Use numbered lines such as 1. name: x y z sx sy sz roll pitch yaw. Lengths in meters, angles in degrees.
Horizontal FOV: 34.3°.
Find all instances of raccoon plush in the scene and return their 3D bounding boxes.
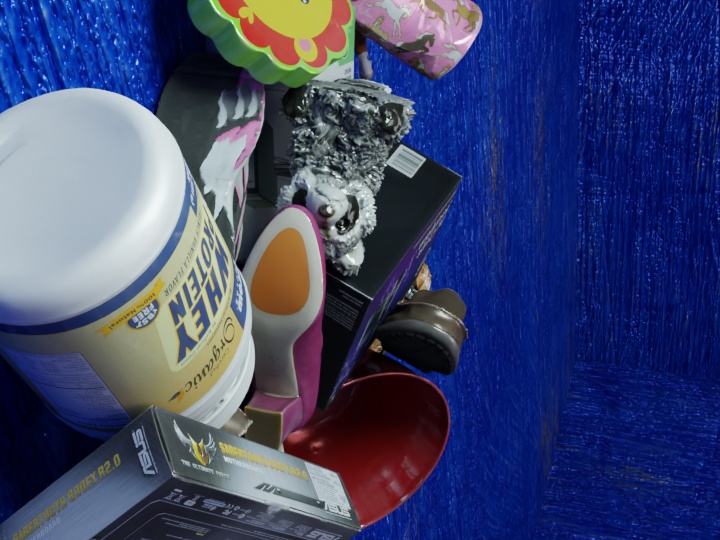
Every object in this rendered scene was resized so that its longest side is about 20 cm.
1. raccoon plush: -0.005 -0.076 0.924 0.200 0.096 0.136 -24 127 -67

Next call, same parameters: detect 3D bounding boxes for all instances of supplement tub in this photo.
1. supplement tub: -0.145 0.010 0.680 0.201 0.143 0.146 70 31 -55

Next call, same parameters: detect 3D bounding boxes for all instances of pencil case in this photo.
1. pencil case: 0.018 -0.256 1.052 0.199 0.087 0.083 33 22 -27

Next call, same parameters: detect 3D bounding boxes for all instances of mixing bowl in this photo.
1. mixing bowl: -0.025 0.143 1.103 0.109 0.198 0.202 52 -20 44

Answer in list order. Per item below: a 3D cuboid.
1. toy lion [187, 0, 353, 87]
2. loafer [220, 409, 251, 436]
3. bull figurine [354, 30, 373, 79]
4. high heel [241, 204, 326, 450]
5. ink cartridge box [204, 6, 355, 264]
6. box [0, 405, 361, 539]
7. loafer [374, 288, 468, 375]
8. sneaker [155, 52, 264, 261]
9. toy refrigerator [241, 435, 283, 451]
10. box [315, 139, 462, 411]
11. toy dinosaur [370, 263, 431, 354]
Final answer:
1. toy lion: -0.070 -0.241 0.851 0.201 0.068 0.192 54 47 -13
2. loafer: -0.128 0.164 0.819 0.073 0.070 0.201 -56 169 -54
3. bull figurine: -0.018 -0.256 1.130 0.121 0.064 0.202 51 50 -72
4. high heel: -0.050 0.037 0.890 0.096 0.067 0.202 -54 149 -65
5. ink cartridge box: -0.065 -0.118 0.992 0.146 0.083 0.202 -43 137 -64
6. box: -0.115 0.169 0.734 0.199 0.158 0.049 31 27 -51
7. loafer: 0.055 0.043 1.003 0.072 0.072 0.200 -62 -178 -6
8. sneaker: -0.120 -0.067 0.884 0.086 0.079 0.202 111 -10 -78
9. toy refrigerator: -0.087 0.209 0.910 0.201 0.075 0.071 -104 -171 -47
10. box: 0.000 0.000 1.005 0.200 0.078 0.142 -52 171 -47
11. toy dinosaur: 0.048 0.029 1.219 0.200 0.102 0.137 -42 142 -29
